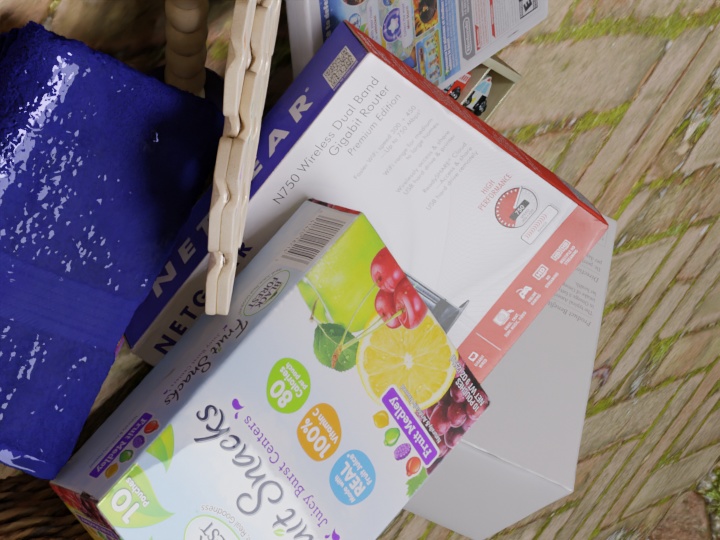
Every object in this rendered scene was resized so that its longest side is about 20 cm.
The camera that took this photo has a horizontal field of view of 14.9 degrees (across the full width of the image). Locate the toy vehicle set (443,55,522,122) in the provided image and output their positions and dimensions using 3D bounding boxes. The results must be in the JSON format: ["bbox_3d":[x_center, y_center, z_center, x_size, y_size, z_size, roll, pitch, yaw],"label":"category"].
[{"bbox_3d":[0.027,-0.092,1.681,0.124,0.026,0.200,-52,163,8],"label":"toy vehicle set"}]

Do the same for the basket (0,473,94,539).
[{"bbox_3d":[-0.195,0.204,1.398,0.199,0.143,0.150,-9,117,-35],"label":"basket"}]

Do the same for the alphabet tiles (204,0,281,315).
[{"bbox_3d":[-0.052,-0.083,1.293,0.196,0.014,0.201,97,1,-54],"label":"alphabet tiles"}]

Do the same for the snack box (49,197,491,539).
[{"bbox_3d":[-0.040,0.085,1.367,0.200,0.053,0.143,-47,122,-19],"label":"snack box"}]

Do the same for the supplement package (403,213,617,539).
[{"bbox_3d":[0.075,0.050,1.763,0.117,0.116,0.201,-35,-145,53],"label":"supplement package"}]

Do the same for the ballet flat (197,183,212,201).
[{"bbox_3d":[-0.045,-0.039,1.537,0.200,0.072,0.072,-43,163,-2],"label":"ballet flat"}]

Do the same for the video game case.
[{"bbox_3d":[0.033,-0.160,1.467,0.200,0.018,0.144,-37,135,-38],"label":"video game case"}]

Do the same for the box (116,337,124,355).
[{"bbox_3d":[-0.173,0.018,1.385,0.200,0.039,0.137,-27,151,-53],"label":"box"}]

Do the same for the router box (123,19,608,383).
[{"bbox_3d":[0.000,0.000,1.439,0.179,0.049,0.200,33,102,-29],"label":"router box"}]

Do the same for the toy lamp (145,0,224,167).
[{"bbox_3d":[-0.084,-0.108,1.314,0.058,0.058,0.200,-41,160,-27],"label":"toy lamp"}]

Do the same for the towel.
[{"bbox_3d":[-0.152,-0.008,1.259,0.147,0.049,0.201,23,97,-54],"label":"towel"}]
